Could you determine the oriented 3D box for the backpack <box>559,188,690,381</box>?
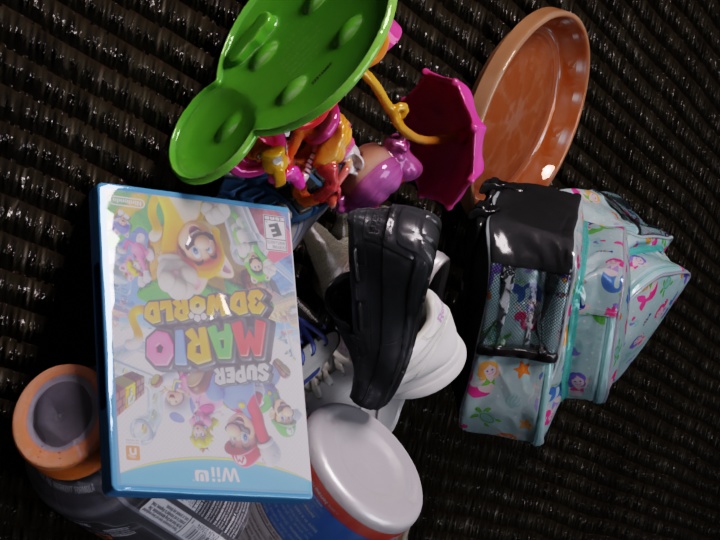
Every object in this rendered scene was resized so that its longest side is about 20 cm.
[{"bbox_3d":[0.199,0.017,1.803,0.178,0.151,0.200,-56,150,13],"label":"backpack"}]

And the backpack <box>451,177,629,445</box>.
[{"bbox_3d":[0.146,0.042,1.620,0.178,0.150,0.200,-67,171,-70],"label":"backpack"}]

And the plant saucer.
[{"bbox_3d":[0.139,-0.135,1.702,0.200,0.032,0.201,-41,144,-39],"label":"plant saucer"}]

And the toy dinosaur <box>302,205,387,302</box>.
[{"bbox_3d":[0.000,0.000,1.509,0.200,0.077,0.103,44,59,-66],"label":"toy dinosaur"}]

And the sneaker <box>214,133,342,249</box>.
[{"bbox_3d":[-0.082,-0.021,1.370,0.200,0.075,0.087,-45,160,-32],"label":"sneaker"}]

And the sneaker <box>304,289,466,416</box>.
[{"bbox_3d":[-0.019,0.073,1.486,0.200,0.075,0.100,-27,139,-8],"label":"sneaker"}]

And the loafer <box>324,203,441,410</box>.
[{"bbox_3d":[0.009,0.025,1.369,0.201,0.070,0.068,101,3,-50],"label":"loafer"}]

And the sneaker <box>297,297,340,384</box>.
[{"bbox_3d":[-0.073,0.062,1.374,0.115,0.080,0.199,-55,175,-11],"label":"sneaker"}]

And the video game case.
[{"bbox_3d":[-0.102,0.047,1.239,0.143,0.018,0.200,7,68,-32],"label":"video game case"}]

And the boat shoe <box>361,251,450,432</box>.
[{"bbox_3d":[0.033,0.067,1.630,0.074,0.065,0.200,-33,138,-48],"label":"boat shoe"}]

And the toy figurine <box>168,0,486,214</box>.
[{"bbox_3d":[0.000,-0.093,1.312,0.200,0.150,0.184,-47,130,7],"label":"toy figurine"}]

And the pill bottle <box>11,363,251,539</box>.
[{"bbox_3d":[-0.155,0.128,1.295,0.106,0.106,0.200,-61,151,-11],"label":"pill bottle"}]

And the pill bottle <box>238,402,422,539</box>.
[{"bbox_3d":[-0.057,0.198,1.451,0.200,0.112,0.112,-43,164,29],"label":"pill bottle"}]

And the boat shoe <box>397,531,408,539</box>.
[{"bbox_3d":[0.002,0.224,1.690,0.072,0.076,0.200,-45,144,-33],"label":"boat shoe"}]
